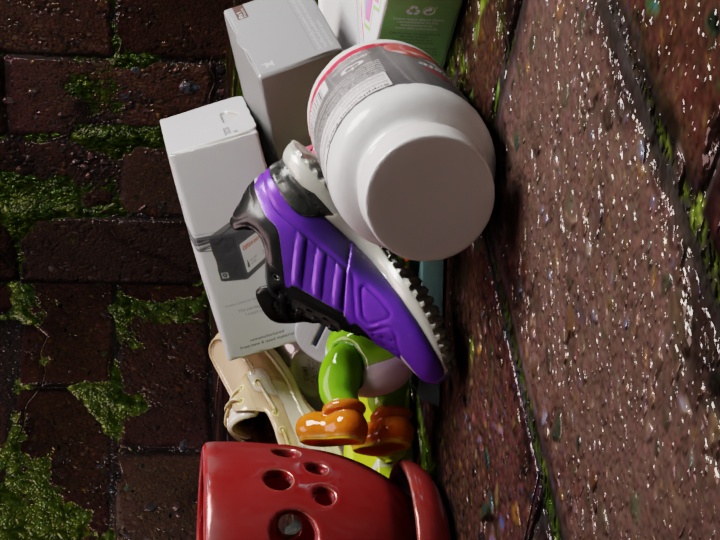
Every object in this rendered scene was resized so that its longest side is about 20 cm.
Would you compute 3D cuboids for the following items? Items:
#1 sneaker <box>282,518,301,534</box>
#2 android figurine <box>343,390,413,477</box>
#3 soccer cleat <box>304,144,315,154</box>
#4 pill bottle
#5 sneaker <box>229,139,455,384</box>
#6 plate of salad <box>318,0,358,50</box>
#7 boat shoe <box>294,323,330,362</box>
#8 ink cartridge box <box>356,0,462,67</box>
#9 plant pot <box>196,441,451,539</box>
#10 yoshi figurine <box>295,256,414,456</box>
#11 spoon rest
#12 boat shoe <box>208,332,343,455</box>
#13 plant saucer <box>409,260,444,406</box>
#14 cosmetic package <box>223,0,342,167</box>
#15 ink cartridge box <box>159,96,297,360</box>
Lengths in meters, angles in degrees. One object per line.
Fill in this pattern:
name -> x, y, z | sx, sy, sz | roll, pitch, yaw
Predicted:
sneaker -> -0.029, 0.302, 1.302 | 0.073, 0.111, 0.201 | 99, 168, -45
android figurine -> 0.015, 0.155, 1.278 | 0.182, 0.041, 0.201 | 113, 158, -66
soccer cleat -> -0.023, -0.083, 1.218 | 0.200, 0.066, 0.077 | -44, 61, 55
pill bottle -> 0.028, -0.079, 0.995 | 0.200, 0.110, 0.111 | -111, 23, -67
sneaker -> -0.018, 0.014, 1.073 | 0.200, 0.099, 0.070 | 52, -172, 6
plate of salad -> 0.000, -0.233, 1.380 | 0.200, 0.048, 0.202 | 174, 90, -75
boat shoe -> 0.000, 0.000, 1.278 | 0.071, 0.072, 0.200 | -52, 0, -41
ink cartridge box -> 0.040, -0.227, 1.096 | 0.200, 0.059, 0.104 | 106, 163, -58
plant pot -> -0.032, 0.227, 1.111 | 0.200, 0.181, 0.202 | -179, 90, -80
yoshi figurine -> -0.013, 0.039, 1.159 | 0.112, 0.111, 0.202 | 98, 174, -75
spoon rest -> -0.029, 0.132, 1.437 | 0.061, 0.099, 0.201 | -42, -54, -68
boat shoe -> -0.092, 0.132, 1.397 | 0.200, 0.069, 0.074 | 49, 142, 29
plant saucer -> 0.049, -0.001, 1.148 | 0.070, 0.019, 0.202 | -148, 58, -80
cosmetic package -> -0.058, -0.149, 1.383 | 0.201, 0.090, 0.107 | 85, 163, -50
ink cartridge box -> -0.116, -0.041, 1.374 | 0.145, 0.083, 0.201 | -120, 15, -69
